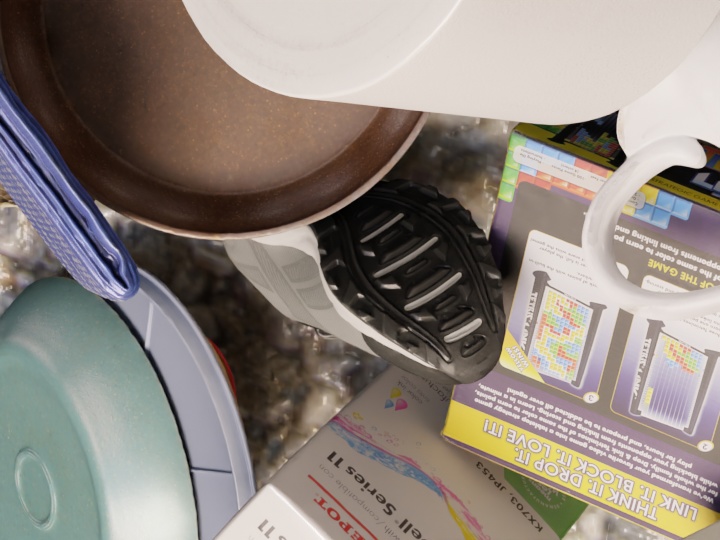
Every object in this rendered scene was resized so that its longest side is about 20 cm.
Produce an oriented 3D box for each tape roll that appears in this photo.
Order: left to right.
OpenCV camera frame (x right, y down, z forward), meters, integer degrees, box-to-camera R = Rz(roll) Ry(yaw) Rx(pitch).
[{"bbox_3d":[0.035,-0.161,0.995,0.202,0.139,0.204,-3,86,45],"label":"tape roll"}]

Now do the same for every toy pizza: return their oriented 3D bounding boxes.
[{"bbox_3d":[-0.099,0.091,1.267,0.200,0.032,0.201,25,121,49],"label":"toy pizza"}]

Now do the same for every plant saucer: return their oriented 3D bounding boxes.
[{"bbox_3d":[-0.147,0.104,1.283,0.200,0.036,0.201,25,121,49],"label":"plant saucer"},{"bbox_3d":[-0.059,-0.114,1.132,0.199,0.034,0.201,0,93,-4],"label":"plant saucer"}]

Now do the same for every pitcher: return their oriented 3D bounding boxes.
[{"bbox_3d":[0.193,-0.043,1.014,0.199,0.121,0.172,21,97,24],"label":"pitcher"}]

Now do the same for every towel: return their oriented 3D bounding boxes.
[{"bbox_3d":[-0.147,-0.051,1.122,0.024,0.200,0.145,-36,98,-8],"label":"towel"}]

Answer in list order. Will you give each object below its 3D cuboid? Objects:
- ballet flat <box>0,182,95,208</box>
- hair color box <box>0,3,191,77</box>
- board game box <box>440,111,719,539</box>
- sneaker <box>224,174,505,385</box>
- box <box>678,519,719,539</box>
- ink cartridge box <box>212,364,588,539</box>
[{"bbox_3d":[-0.222,-0.063,1.265,0.199,0.067,0.047,22,94,8],"label":"ballet flat"},{"bbox_3d":[-0.163,-0.119,1.224,0.199,0.061,0.099,24,123,16],"label":"hair color box"},{"bbox_3d":[0.148,0.034,1.127,0.199,0.057,0.166,23,124,17],"label":"board game box"},{"bbox_3d":[0.000,0.000,1.160,0.200,0.074,0.080,37,149,46],"label":"sneaker"},{"bbox_3d":[0.237,0.145,1.050,0.200,0.109,0.128,-30,116,20],"label":"box"},{"bbox_3d":[0.009,0.126,1.159,0.117,0.200,0.067,44,126,3],"label":"ink cartridge box"}]
